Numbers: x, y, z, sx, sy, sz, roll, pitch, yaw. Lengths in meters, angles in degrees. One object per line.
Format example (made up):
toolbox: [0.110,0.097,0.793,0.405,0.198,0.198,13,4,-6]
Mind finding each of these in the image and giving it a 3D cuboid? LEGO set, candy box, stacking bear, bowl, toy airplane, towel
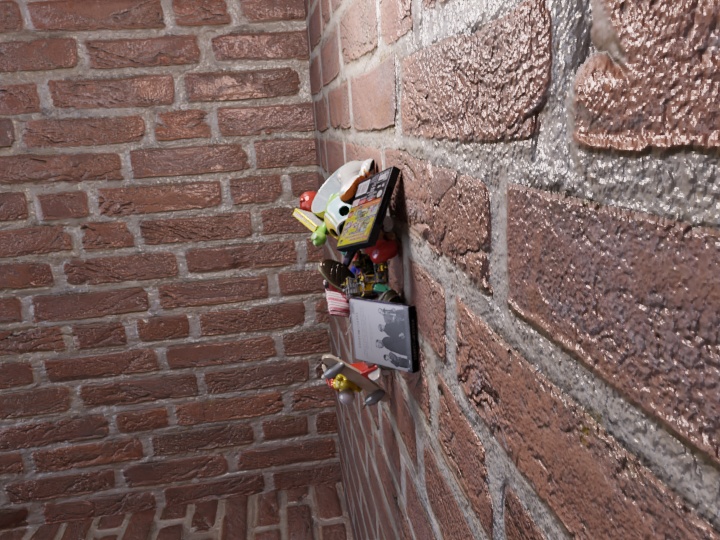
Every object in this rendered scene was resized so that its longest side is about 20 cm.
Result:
LEGO set: [0.000,0.000,1.623,0.200,0.115,0.154,140,124,-80]
candy box: [-0.100,-0.132,1.716,0.102,0.200,0.026,37,106,32]
stacking bear: [-0.095,-0.218,1.860,0.121,0.199,0.114,162,102,-82]
bowl: [-0.038,-0.213,1.714,0.108,0.200,0.200,40,-166,-26]
toy airplane: [-0.013,0.311,1.642,0.199,0.199,0.141,90,-162,-58]
towel: [-0.046,0.101,1.926,0.200,0.146,0.030,-107,35,-58]

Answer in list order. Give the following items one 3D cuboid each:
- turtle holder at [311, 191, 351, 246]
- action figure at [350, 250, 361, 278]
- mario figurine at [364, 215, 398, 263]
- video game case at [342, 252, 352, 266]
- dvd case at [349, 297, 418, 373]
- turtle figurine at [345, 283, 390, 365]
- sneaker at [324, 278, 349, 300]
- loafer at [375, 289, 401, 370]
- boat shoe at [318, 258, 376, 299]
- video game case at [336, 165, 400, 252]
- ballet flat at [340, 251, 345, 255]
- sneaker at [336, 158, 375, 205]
turtle holder: [-0.043,-0.138,1.560,0.132,0.185,0.141,-91,-2,-58]
action figure: [-0.020,0.013,1.899,0.200,0.065,0.099,97,-162,-55]
mario figurine: [0.029,-0.105,1.382,0.124,0.106,0.201,78,-176,-53]
video game case: [-0.013,-0.076,1.731,0.143,0.019,0.200,-61,-1,-13]
dvd case: [0.051,0.145,1.340,0.200,0.025,0.151,5,103,50]
turtle figurine: [0.037,0.144,1.533,0.150,0.100,0.201,55,137,43]
sneaker: [-0.037,0.045,1.822,0.200,0.087,0.074,32,-110,-58]
loafer: [0.080,0.144,1.383,0.070,0.075,0.201,13,109,44]
boat shoe: [-0.049,0.039,1.728,0.076,0.200,0.072,-27,31,59]
video game case: [0.015,-0.135,1.340,0.200,0.025,0.181,-6,63,68]
ballet flat: [-0.029,-0.136,1.929,0.070,0.067,0.201,123,159,-44]
sneaker: [-0.027,-0.225,1.510,0.200,0.092,0.076,-58,-35,-53]
